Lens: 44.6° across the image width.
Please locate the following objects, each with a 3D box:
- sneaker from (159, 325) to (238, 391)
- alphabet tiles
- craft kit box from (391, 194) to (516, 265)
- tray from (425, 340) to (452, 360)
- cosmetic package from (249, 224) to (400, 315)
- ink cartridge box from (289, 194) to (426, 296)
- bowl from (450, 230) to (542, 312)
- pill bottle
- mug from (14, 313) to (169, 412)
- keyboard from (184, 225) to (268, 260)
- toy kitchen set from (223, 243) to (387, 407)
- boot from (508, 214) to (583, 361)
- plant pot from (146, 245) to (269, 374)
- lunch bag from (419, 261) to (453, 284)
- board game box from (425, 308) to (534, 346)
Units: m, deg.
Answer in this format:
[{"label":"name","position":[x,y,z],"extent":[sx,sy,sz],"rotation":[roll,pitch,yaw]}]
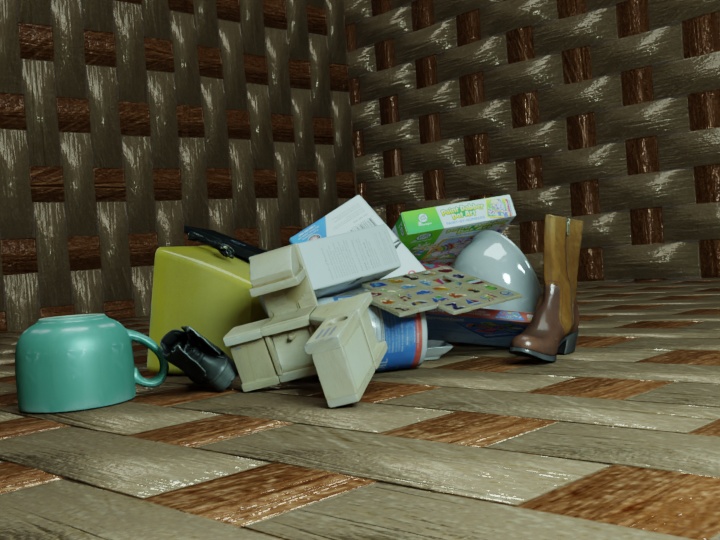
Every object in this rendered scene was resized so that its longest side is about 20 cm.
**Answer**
[{"label":"sneaker","position":[-0.230,0.112,1.202],"extent":[0.104,0.060,0.199],"rotation":[40,-15,-22]},{"label":"alphabet tiles","position":[0.102,0.031,1.243],"extent":[0.198,0.008,0.166],"rotation":[-11,21,-35]},{"label":"craft kit box","position":[0.143,-0.057,1.514],"extent":[0.197,0.049,0.198],"rotation":[-11,-22,-15]},{"label":"tray","position":[0.040,0.131,1.372],"extent":[0.197,0.023,0.107],"rotation":[-5,0,-4]},{"label":"cosmetic package","position":[-0.047,-0.003,1.253],"extent":[0.199,0.075,0.101],"rotation":[-18,-9,-42]},{"label":"ink cartridge box","position":[0.000,0.000,1.415],"extent":[0.144,0.200,0.085],"rotation":[-32,-29,-15]},{"label":"bowl","position":[0.207,0.043,1.447],"extent":[0.090,0.204,0.201],"rotation":[-23,8,-22]},{"label":"pill bottle","position":[-0.013,0.091,1.248],"extent":[0.197,0.114,0.112],"rotation":[-4,1,-14]},{"label":"mug","position":[-0.371,0.118,1.184],"extent":[0.151,0.116,0.184],"rotation":[-4,2,39]},{"label":"keyboard","position":[-0.223,-0.041,1.461],"extent":[0.198,0.021,0.126],"rotation":[20,6,36]},{"label":"toy kitchen set","position":[-0.096,0.070,1.069],"extent":[0.197,0.165,0.181],"rotation":[-15,11,16]},{"label":"boot","position":[0.274,0.022,1.253],"extent":[0.068,0.203,0.187],"rotation":[9,9,41]},{"label":"plant pot","position":[-0.210,0.071,1.434],"extent":[0.174,0.203,0.199],"rotation":[9,7,28]},{"label":"lunch bag","position":[0.075,0.064,1.555],"extent":[0.198,0.083,0.177],"rotation":[4,-42,-39]},{"label":"board game box","position":[0.167,0.085,1.351],"extent":[0.197,0.020,0.103],"rotation":[6,-25,-6]}]
